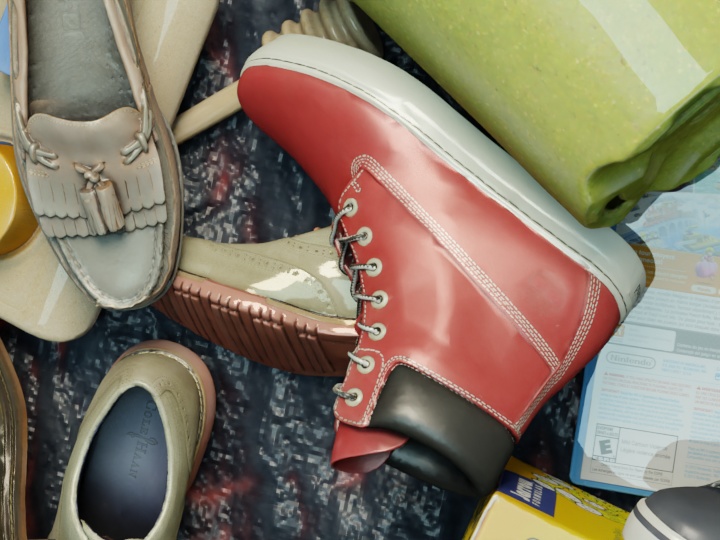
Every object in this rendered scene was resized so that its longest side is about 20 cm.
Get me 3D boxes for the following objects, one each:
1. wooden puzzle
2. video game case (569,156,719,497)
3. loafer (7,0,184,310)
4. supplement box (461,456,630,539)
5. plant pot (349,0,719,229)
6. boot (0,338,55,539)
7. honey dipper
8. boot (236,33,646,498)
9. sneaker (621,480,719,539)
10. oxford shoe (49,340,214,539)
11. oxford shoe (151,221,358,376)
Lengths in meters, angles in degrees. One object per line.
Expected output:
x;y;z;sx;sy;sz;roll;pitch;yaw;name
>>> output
-0.185;-0.088;0.932;0.199;0.046;0.187;25;99;14;wooden puzzle
0.177;0.006;0.905;0.142;0.018;0.202;9;93;11;video game case
-0.120;-0.078;0.863;0.071;0.063;0.202;-9;97;3;loafer
0.126;0.175;0.866;0.199;0.109;0.110;25;96;4;supplement box
0.085;-0.126;0.813;0.200;0.200;0.185;-39;76;9;plant pot
-0.198;0.094;0.908;0.075;0.096;0.201;-56;46;46;boot
-0.082;-0.066;0.945;0.199;0.038;0.038;-29;86;15;honey dipper
0.000;0.000;0.853;0.199;0.073;0.144;36;71;14;boot
0.202;0.106;0.843;0.199;0.078;0.080;17;104;-27;sneaker
-0.117;0.134;0.926;0.070;0.074;0.202;9;96;6;oxford shoe
-0.010;0.007;0.925;0.198;0.071;0.074;14;71;9;oxford shoe
